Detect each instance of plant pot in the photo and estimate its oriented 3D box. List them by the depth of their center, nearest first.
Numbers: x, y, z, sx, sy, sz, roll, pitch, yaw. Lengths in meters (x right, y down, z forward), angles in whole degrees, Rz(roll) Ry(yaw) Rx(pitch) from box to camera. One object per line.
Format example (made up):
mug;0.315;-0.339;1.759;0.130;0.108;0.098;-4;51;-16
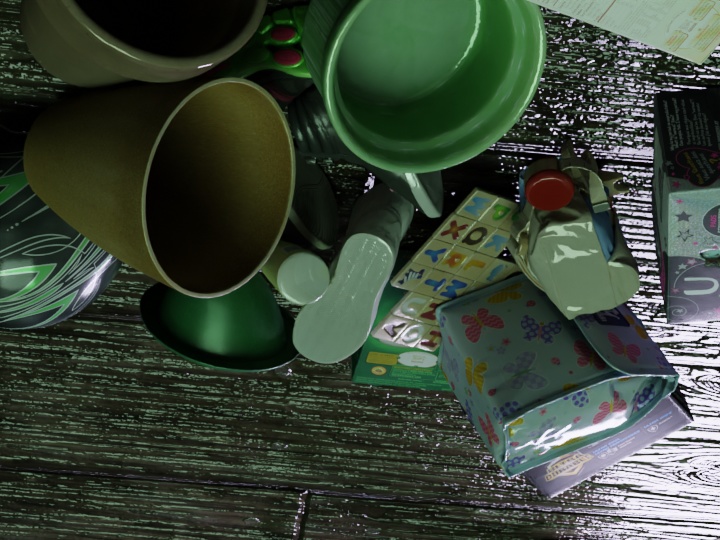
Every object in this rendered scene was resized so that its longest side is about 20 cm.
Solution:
plant pot;-0.199;-0.233;1.523;0.200;0.200;0.175;21;157;-23
plant pot;-0.192;-0.088;1.585;0.200;0.186;0.186;14;153;36

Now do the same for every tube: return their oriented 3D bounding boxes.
tube;-0.073;-0.006;1.810;0.052;0.200;0.058;-25;104;-8

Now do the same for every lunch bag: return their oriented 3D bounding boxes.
lunch bag;0.197;0.086;1.860;0.200;0.170;0.127;-18;140;-14

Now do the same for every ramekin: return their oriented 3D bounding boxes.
ramekin;0.048;-0.192;1.559;0.200;0.098;0.200;-12;126;-17

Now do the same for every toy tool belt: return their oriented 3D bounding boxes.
toy tool belt;0.199;-0.058;1.774;0.125;0.123;0.200;-15;131;14

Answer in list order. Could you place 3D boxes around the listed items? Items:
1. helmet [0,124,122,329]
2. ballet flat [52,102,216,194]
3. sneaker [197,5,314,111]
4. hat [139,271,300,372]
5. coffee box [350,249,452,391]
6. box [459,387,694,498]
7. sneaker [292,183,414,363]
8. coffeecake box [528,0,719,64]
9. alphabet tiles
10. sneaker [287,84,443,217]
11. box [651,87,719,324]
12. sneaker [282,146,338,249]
helmet;-0.316;-0.041;1.754;0.191;0.200;0.200;10;149;31
ballet flat;-0.194;-0.132;1.704;0.200;0.069;0.069;27;148;22
sneaker;-0.077;-0.184;1.661;0.200;0.077;0.084;-8;158;18
hat;-0.128;-0.014;1.838;0.200;0.166;0.176;-6;127;-39
coffee box;0.065;0.056;1.971;0.123;0.044;0.200;5;142;-8
box;0.242;0.152;2.057;0.200;0.050;0.199;-30;134;17
sneaker;0.000;0.000;1.841;0.074;0.116;0.200;29;133;-4
coffeecake box;0.198;-0.269;1.461;0.200;0.154;0.073;17;139;-18
alphabet tiles;0.104;0.006;1.843;0.167;0.008;0.200;15;124;-47
sneaker;0.003;-0.116;1.739;0.099;0.071;0.200;-16;133;25
box;0.337;-0.059;1.741;0.115;0.132;0.200;-5;141;6
sneaker;-0.109;-0.083;1.793;0.106;0.075;0.200;-10;142;34
